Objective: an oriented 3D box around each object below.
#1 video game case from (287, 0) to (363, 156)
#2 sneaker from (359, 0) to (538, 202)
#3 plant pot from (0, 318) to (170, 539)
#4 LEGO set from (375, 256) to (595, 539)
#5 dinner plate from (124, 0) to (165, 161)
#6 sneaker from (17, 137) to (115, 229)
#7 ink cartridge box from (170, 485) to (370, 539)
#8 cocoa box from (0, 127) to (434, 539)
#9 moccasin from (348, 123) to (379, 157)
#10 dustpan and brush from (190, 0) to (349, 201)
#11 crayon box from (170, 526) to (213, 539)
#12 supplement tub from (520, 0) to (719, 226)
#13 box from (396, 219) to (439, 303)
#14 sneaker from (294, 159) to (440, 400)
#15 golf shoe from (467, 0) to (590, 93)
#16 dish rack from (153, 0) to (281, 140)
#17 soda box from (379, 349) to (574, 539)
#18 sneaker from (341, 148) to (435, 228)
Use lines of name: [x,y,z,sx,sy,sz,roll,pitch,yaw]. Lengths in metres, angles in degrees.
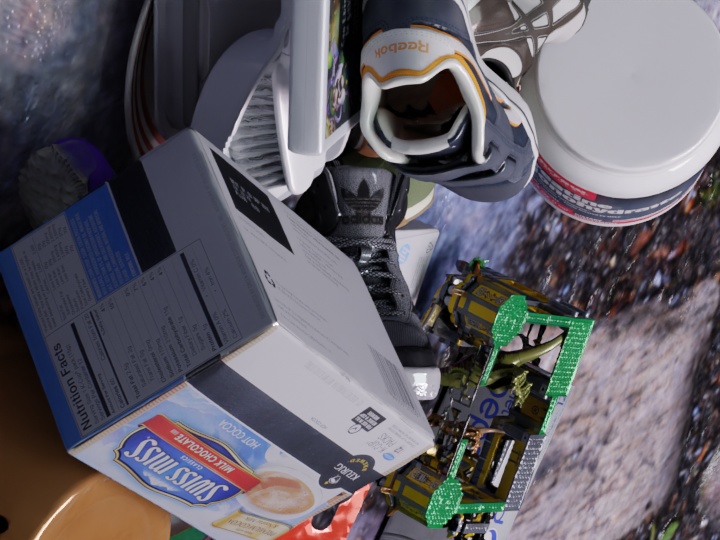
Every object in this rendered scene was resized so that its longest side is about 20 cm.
video game case: [-0.002,-0.180,1.555,0.182,0.023,0.201,-47,141,-67]
sneaker: [0.044,-0.079,1.577,0.200,0.078,0.080,57,31,-52]
plant pot: [-0.197,0.138,1.568,0.200,0.140,0.201,-38,141,-39]
LEGO set: [0.060,0.075,1.964,0.153,0.116,0.201,-7,117,-51]
dinner plate: [-0.076,-0.138,1.668,0.200,0.024,0.201,-38,142,-37]
sneaker: [-0.124,-0.024,1.609,0.099,0.070,0.200,-33,151,-15]
ink cartridge box: [-0.068,0.122,1.767,0.199,0.057,0.163,19,101,-28]
cocoa box: [-0.075,0.043,1.529,0.131,0.134,0.200,-32,149,12]
moccasin: [0.050,-0.157,1.781,0.202,0.078,0.074,-65,-166,-20]
dustpan and brush: [-0.045,-0.106,1.570,0.139,0.057,0.201,-38,135,-42]
crayon box: [-0.137,0.237,1.727,0.199,0.058,0.119,-23,129,-11]
supplement tub: [0.172,-0.110,1.911,0.141,0.140,0.200,-61,175,-6]
box: [-0.038,0.040,1.852,0.200,0.041,0.157,-4,116,-56]
sneaker: [0.000,0.000,1.680,0.075,0.200,0.114,2,107,-18]
golf shoe: [0.074,-0.140,1.687,0.200,0.077,0.095,10,90,-64]
dish rack: [-0.038,-0.168,1.640,0.200,0.043,0.172,-35,141,-41]
soda box: [0.077,0.156,2.099,0.063,0.068,0.201,19,96,-62]
sneaker: [0.038,-0.100,1.842,0.200,0.067,0.090,-35,139,-50]
